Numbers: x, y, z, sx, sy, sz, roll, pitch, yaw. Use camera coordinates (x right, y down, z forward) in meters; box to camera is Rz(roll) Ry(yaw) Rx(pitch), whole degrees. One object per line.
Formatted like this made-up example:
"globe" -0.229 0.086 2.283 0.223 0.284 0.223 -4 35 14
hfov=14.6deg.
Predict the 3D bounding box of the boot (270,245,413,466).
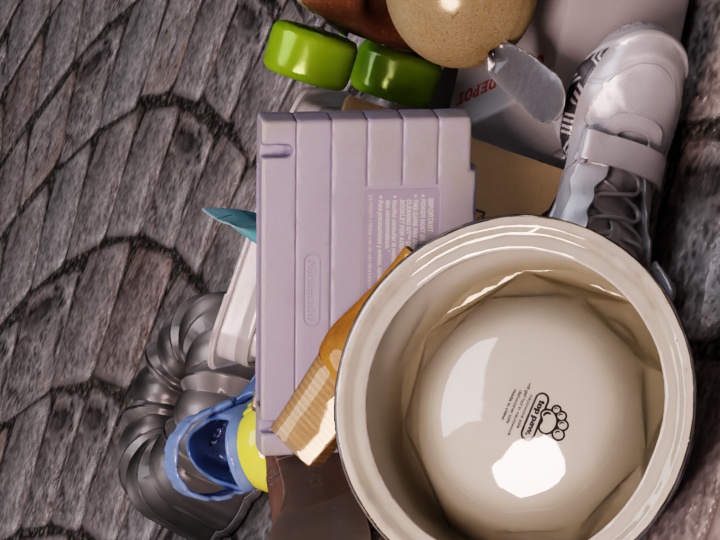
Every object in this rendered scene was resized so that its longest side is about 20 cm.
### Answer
"boot" 0.061 0.094 1.591 0.144 0.201 0.071 -49 -5 5

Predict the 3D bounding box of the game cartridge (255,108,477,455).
"game cartridge" 0.003 0.007 1.633 0.038 0.129 0.201 -134 43 -70

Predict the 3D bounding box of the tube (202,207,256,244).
"tube" 0.000 0.000 1.750 0.051 0.199 0.077 -69 20 -3

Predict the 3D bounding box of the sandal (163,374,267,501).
"sandal" -0.081 0.112 1.920 0.200 0.087 0.080 -24 -80 -80

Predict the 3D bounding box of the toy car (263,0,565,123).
"toy car" 0.065 -0.166 1.662 0.199 0.157 0.165 24 101 40

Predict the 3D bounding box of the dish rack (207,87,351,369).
"dish rack" -0.038 -0.024 1.932 0.172 0.043 0.201 -7 -64 -76

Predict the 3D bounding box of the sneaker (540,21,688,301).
"sneaker" 0.148 -0.036 1.604 0.115 0.075 0.201 -123 51 -63

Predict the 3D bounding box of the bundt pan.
"bundt pan" -0.122 0.103 2.126 0.202 0.075 0.203 -51 27 39

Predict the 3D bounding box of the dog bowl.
"dog bowl" 0.090 0.075 1.508 0.201 0.199 0.074 -70 -21 -3

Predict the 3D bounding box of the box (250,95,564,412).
"box" 0.039 0.014 1.698 0.021 0.163 0.201 144 144 -77

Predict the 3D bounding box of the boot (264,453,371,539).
"boot" -0.021 0.181 1.761 0.200 0.064 0.187 81 -177 -63

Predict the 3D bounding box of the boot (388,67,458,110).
"boot" 0.050 -0.094 1.865 0.200 0.074 0.075 -51 6 -14

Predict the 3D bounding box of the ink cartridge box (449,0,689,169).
"ink cartridge box" 0.137 -0.174 1.736 0.146 0.085 0.201 -21 51 62
